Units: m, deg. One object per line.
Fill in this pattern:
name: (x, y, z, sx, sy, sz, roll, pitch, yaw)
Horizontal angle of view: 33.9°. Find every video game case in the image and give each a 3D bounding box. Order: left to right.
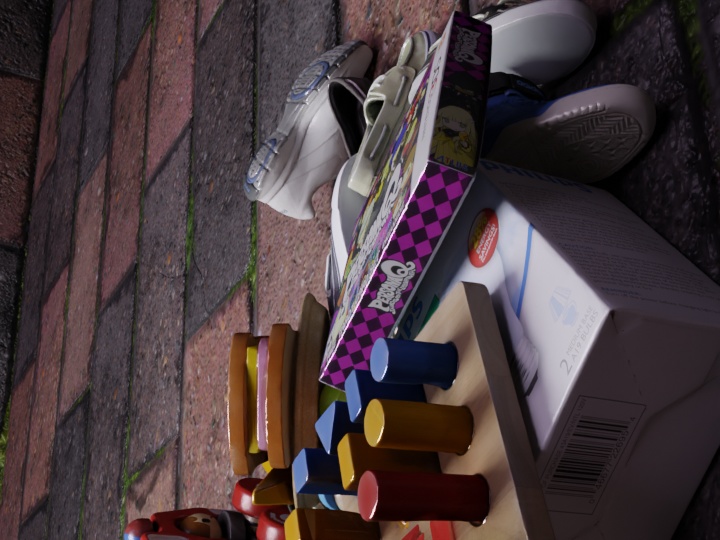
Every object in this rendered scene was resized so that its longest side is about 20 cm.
video game case: (0.031, -0.046, 0.801, 0.183, 0.035, 0.201, -77, 10, -49)

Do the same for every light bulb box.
light bulb box: (0.116, 0.065, 0.737, 0.201, 0.123, 0.200, -69, 28, 21)

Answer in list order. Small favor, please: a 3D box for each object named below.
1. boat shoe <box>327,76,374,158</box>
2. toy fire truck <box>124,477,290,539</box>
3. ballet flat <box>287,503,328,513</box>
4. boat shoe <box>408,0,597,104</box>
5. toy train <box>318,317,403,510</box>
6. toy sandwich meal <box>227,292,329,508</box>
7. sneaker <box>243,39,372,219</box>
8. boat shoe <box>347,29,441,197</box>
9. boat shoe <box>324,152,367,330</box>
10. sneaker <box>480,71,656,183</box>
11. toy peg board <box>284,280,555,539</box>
boat shoe: (0.008, -0.114, 1.121, 0.067, 0.056, 0.202, -59, 31, 35)
toy fire truck: (-0.136, 0.270, 1.133, 0.200, 0.165, 0.114, 26, 102, 64)
ballet flat: (-0.015, 0.240, 1.005, 0.200, 0.067, 0.069, -145, 65, -63)
boat shoe: (0.107, -0.178, 0.920, 0.199, 0.070, 0.065, -17, 50, 54)
toy train: (0.012, 0.098, 0.902, 0.115, 0.084, 0.204, -2, 93, 50)
toy sandwich meal: (-0.065, 0.113, 0.996, 0.205, 0.069, 0.209, 2, -90, -88)
sneaker: (-0.042, -0.146, 1.230, 0.202, 0.086, 0.074, -58, 25, 0)
boat shoe: (0.035, -0.141, 1.029, 0.072, 0.061, 0.202, 124, 162, -50)
boat shoe: (0.000, 0.000, 1.016, 0.068, 0.071, 0.204, -34, 56, 54)
sneaker: (0.124, -0.109, 0.848, 0.199, 0.076, 0.113, -30, 40, 45)
toy peg board: (0.008, 0.140, 0.680, 0.201, 0.096, 0.202, 124, 145, -45)
